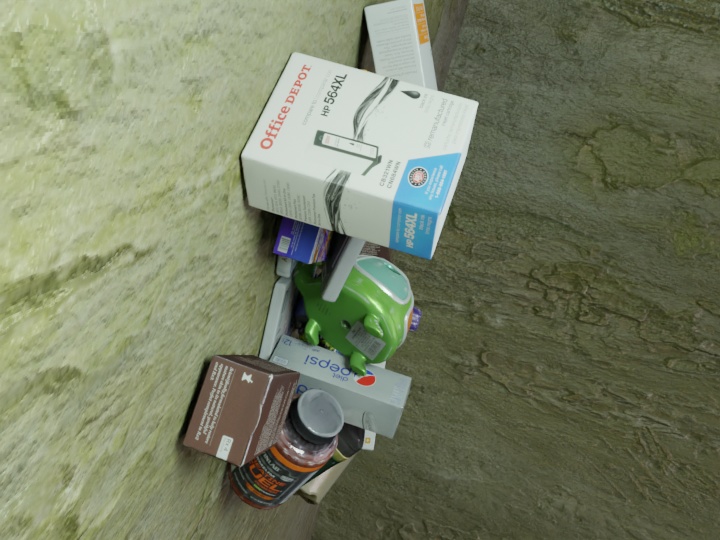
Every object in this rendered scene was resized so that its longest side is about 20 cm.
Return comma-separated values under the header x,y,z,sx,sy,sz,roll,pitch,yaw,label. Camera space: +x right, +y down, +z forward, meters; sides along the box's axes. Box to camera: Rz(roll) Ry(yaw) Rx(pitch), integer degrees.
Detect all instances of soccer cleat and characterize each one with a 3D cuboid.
x,y,z,sx,sy,sz,roll,pitch,yaw,label
-0.064,0.076,1.229,0.200,0.064,0.085,87,19,-73,soccer cleat

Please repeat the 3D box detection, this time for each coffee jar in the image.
x,y,z,sx,sy,sz,roll,pitch,yaw,label
-0.085,0.279,1.221,0.199,0.086,0.104,-35,-170,14,coffee jar

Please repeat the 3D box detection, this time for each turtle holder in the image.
x,y,z,sx,sy,sz,roll,pitch,yaw,label
-0.011,0.042,1.095,0.132,0.184,0.142,-47,144,-40,turtle holder

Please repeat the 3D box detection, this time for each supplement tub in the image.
x,y,z,sx,sy,sz,roll,pitch,yaw,label
-0.100,0.243,1.077,0.200,0.106,0.107,-51,-171,39,supplement tub

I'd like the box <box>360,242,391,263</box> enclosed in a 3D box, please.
x,y,z,sx,sy,sz,roll,pitch,yaw,label
0.000,0.000,1.270,0.201,0.099,0.076,-95,-178,-54,box

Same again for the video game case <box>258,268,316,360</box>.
x,y,z,sx,sy,sz,roll,pitch,yaw,label
-0.104,0.048,1.168,0.200,0.018,0.145,-58,164,-66,video game case

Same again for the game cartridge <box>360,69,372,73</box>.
x,y,z,sx,sy,sz,roll,pitch,yaw,label
0.025,-0.181,1.145,0.176,0.032,0.202,-21,108,-73,game cartridge

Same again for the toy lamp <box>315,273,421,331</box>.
x,y,z,sx,sy,sz,roll,pitch,yaw,label
0.005,0.055,1.318,0.058,0.198,0.059,18,90,-85,toy lamp

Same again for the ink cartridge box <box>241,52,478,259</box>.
x,y,z,sx,sy,sz,roll,pitch,yaw,label
0.000,-0.116,0.774,0.085,0.198,0.147,93,16,-60,ink cartridge box

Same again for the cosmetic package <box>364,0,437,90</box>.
x,y,z,sx,sy,sz,roll,pitch,yaw,label
0.066,-0.284,1.126,0.102,0.070,0.202,-55,137,-66,cosmetic package

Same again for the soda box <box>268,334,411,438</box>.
x,y,z,sx,sy,sz,roll,pitch,yaw,label
-0.033,0.164,1.105,0.064,0.198,0.069,-66,173,-52,soda box

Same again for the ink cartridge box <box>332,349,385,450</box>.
x,y,z,sx,sy,sz,roll,pitch,yaw,label
-0.012,0.194,1.305,0.037,0.094,0.202,178,-79,-73,ink cartridge box

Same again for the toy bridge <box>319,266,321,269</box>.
x,y,z,sx,sy,sz,roll,pitch,yaw,label
-0.019,-0.042,1.449,0.200,0.067,0.027,-63,169,-61,toy bridge

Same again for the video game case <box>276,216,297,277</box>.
x,y,z,sx,sy,sz,roll,pitch,yaw,label
-0.062,-0.119,1.042,0.201,0.023,0.183,-66,171,-47,video game case

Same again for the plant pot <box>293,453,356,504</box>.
x,y,z,sx,sy,sz,roll,pitch,yaw,label
-0.086,0.300,1.381,0.184,0.199,0.201,-57,168,-23,plant pot

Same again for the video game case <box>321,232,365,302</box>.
x,y,z,sx,sy,sz,roll,pitch,yaw,label
-0.009,-0.091,0.992,0.183,0.023,0.201,-92,-157,-49,video game case

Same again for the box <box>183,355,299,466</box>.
x,y,z,sx,sy,sz,roll,pitch,yaw,label
-0.131,0.156,0.904,0.200,0.074,0.101,70,38,-83,box

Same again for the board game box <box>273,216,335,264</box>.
x,y,z,sx,sy,sz,roll,pitch,yaw,label
-0.041,-0.112,0.922,0.134,0.044,0.202,-27,134,-83,board game box
